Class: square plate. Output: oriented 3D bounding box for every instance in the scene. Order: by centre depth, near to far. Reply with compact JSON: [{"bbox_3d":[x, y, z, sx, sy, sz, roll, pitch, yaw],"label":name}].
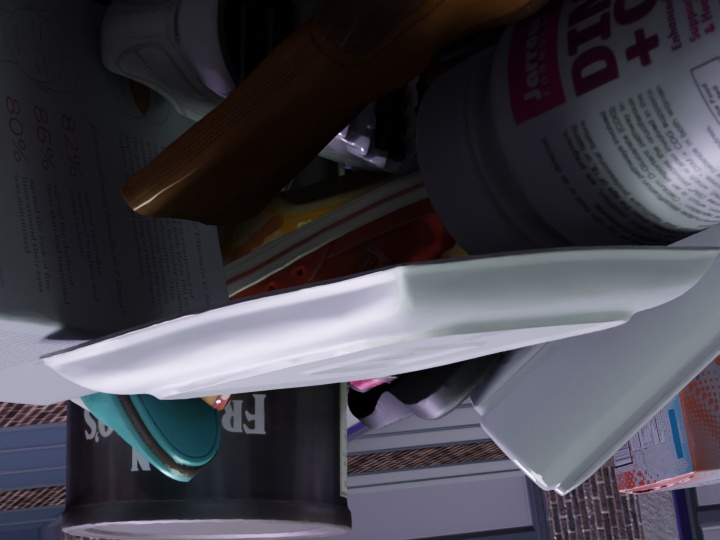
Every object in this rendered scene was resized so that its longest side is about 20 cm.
[{"bbox_3d":[0.010,0.022,0.971,0.198,0.029,0.200,-14,173,42],"label":"square plate"}]

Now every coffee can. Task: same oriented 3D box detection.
[{"bbox_3d":[-0.078,0.034,1.258,0.146,0.201,0.146,-1,170,0],"label":"coffee can"}]

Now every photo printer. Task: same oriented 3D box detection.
[{"bbox_3d":[0.137,0.003,1.124,0.200,0.069,0.166,-44,-176,7],"label":"photo printer"}]

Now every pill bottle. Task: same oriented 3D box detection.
[{"bbox_3d":[0.124,-0.071,0.971,0.113,0.114,0.200,3,159,-46],"label":"pill bottle"}]

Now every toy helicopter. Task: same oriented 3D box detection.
[{"bbox_3d":[0.017,-0.043,1.193,0.200,0.133,0.079,-13,-148,-25],"label":"toy helicopter"}]

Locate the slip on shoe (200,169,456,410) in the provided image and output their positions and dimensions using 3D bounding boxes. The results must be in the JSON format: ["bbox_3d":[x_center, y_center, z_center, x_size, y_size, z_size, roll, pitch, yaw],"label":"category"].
[{"bbox_3d":[0.000,0.000,1.129,0.200,0.061,0.074,-28,178,-3],"label":"slip on shoe"}]

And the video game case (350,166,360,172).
[{"bbox_3d":[0.085,-0.085,1.293,0.199,0.017,0.143,-9,169,6],"label":"video game case"}]

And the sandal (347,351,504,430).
[{"bbox_3d":[0.024,0.034,1.151,0.075,0.045,0.200,-51,-175,-9],"label":"sandal"}]

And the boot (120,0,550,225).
[{"bbox_3d":[-0.014,-0.092,0.911,0.200,0.069,0.188,-35,173,17],"label":"boot"}]

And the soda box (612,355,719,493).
[{"bbox_3d":[0.157,0.010,1.257,0.068,0.201,0.064,-3,168,-35],"label":"soda box"}]

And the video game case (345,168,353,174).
[{"bbox_3d":[0.064,-0.001,1.354,0.181,0.046,0.200,1,-157,-36],"label":"video game case"}]

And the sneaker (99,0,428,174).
[{"bbox_3d":[-0.035,-0.088,1.077,0.081,0.075,0.200,-3,166,31],"label":"sneaker"}]

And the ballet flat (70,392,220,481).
[{"bbox_3d":[-0.127,0.017,1.171,0.070,0.200,0.067,-32,163,34],"label":"ballet flat"}]

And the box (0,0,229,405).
[{"bbox_3d":[-0.152,-0.032,1.031,0.106,0.153,0.200,-15,167,23],"label":"box"}]
